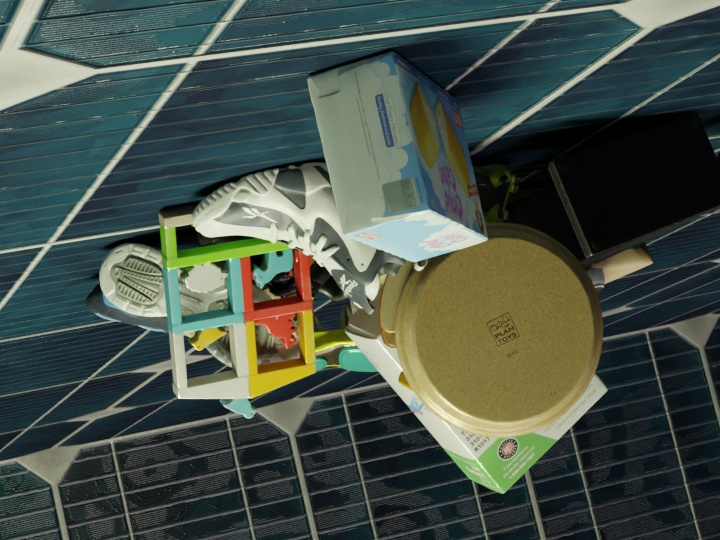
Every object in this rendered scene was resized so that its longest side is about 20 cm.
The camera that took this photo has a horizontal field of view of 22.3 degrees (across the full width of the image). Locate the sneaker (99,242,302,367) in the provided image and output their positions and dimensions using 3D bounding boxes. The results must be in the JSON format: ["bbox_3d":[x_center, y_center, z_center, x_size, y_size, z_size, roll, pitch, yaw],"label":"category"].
[{"bbox_3d":[-0.137,0.025,1.692,0.200,0.078,0.099,29,-167,2],"label":"sneaker"}]

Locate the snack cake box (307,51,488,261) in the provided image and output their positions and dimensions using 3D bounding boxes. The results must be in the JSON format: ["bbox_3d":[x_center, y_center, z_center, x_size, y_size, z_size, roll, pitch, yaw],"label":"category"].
[{"bbox_3d":[0.031,-0.077,1.318,0.067,0.115,0.200,-16,172,14],"label":"snack cake box"}]

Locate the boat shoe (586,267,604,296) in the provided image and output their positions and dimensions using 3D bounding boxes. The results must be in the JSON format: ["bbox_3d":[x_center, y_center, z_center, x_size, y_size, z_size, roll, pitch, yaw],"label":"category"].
[{"bbox_3d":[0.219,0.040,1.901,0.068,0.057,0.200,-13,170,-4],"label":"boat shoe"}]

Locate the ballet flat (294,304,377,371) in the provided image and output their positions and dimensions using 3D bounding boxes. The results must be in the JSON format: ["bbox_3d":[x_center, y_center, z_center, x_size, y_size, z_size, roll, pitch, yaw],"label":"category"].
[{"bbox_3d":[-0.029,0.069,1.806,0.200,0.067,0.067,-7,157,-5],"label":"ballet flat"}]

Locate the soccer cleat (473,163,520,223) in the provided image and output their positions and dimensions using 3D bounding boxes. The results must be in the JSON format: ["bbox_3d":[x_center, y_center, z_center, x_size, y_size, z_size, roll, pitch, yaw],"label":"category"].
[{"bbox_3d":[0.091,-0.074,1.690,0.084,0.065,0.200,15,-174,20],"label":"soccer cleat"}]

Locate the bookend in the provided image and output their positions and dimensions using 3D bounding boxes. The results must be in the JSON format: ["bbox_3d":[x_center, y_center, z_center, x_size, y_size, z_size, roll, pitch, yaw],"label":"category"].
[{"bbox_3d":[0.205,-0.052,1.713,0.198,0.092,0.200,-20,175,-36],"label":"bookend"}]

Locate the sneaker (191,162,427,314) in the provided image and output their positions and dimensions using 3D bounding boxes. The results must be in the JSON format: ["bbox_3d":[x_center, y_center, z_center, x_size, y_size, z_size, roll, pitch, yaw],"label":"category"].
[{"bbox_3d":[-0.034,-0.021,1.534,0.199,0.130,0.079,-11,171,-14],"label":"sneaker"}]

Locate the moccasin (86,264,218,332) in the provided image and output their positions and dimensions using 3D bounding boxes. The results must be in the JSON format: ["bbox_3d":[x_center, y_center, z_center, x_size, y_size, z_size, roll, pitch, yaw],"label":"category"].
[{"bbox_3d":[-0.187,0.025,1.847,0.200,0.081,0.068,14,160,-41],"label":"moccasin"}]

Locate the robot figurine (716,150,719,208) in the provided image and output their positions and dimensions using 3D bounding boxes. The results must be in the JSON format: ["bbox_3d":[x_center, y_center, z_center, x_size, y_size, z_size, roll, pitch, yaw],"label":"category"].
[{"bbox_3d":[0.420,-0.099,1.785,0.150,0.125,0.200,-56,-176,-16],"label":"robot figurine"}]

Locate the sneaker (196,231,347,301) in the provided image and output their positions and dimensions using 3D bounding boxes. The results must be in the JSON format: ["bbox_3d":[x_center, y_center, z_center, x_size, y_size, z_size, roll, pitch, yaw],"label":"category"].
[{"bbox_3d":[-0.070,-0.008,1.698,0.070,0.090,0.200,-19,170,32],"label":"sneaker"}]

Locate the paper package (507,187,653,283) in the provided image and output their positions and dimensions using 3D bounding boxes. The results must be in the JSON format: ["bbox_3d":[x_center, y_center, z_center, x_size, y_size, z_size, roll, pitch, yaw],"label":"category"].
[{"bbox_3d":[0.178,-0.021,1.971,0.200,0.104,0.191,-7,170,-32],"label":"paper package"}]

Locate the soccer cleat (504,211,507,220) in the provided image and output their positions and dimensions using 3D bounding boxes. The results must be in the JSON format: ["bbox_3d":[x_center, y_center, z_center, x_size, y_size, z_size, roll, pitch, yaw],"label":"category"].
[{"bbox_3d":[0.077,-0.028,1.870,0.077,0.069,0.200,3,162,-25],"label":"soccer cleat"}]

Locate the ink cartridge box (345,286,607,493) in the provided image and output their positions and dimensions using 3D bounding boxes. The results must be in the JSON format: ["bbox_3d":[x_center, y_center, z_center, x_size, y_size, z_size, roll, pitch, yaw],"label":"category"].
[{"bbox_3d":[0.107,0.081,1.686,0.145,0.200,0.084,-43,-162,-11],"label":"ink cartridge box"}]

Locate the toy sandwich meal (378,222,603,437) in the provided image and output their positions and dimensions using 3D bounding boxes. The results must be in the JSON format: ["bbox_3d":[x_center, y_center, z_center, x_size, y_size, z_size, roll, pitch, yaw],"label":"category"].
[{"bbox_3d":[0.110,0.050,1.592,0.205,0.206,0.070,-12,180,-10],"label":"toy sandwich meal"}]

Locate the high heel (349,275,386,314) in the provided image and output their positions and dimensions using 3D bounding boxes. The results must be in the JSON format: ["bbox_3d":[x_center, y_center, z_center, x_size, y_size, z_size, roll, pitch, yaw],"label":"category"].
[{"bbox_3d":[0.000,0.000,1.695,0.071,0.143,0.200,30,-164,23],"label":"high heel"}]

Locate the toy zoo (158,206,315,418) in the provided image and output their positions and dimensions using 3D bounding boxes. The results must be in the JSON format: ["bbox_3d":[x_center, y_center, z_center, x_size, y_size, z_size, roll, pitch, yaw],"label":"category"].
[{"bbox_3d":[-0.106,0.036,1.614,0.131,0.200,0.020,-11,-159,-19],"label":"toy zoo"}]

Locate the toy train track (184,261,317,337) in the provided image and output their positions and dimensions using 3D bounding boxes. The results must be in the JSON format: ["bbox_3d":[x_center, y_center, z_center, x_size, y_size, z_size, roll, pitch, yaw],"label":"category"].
[{"bbox_3d":[-0.120,0.036,1.798,0.115,0.033,0.200,23,-154,20],"label":"toy train track"}]
